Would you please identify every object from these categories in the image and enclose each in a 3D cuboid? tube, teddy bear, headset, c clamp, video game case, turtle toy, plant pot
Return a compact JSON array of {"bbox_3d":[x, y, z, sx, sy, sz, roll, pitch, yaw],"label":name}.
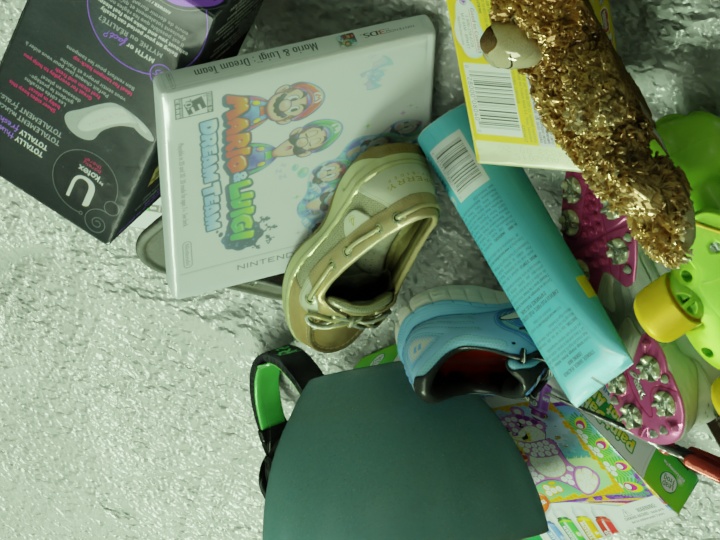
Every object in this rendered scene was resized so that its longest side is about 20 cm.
[{"bbox_3d":[0.105,-0.012,1.495,0.200,0.050,0.077,61,154,12],"label":"tube"},{"bbox_3d":[0.128,-0.086,1.330,0.067,0.145,0.200,-29,118,10],"label":"teddy bear"},{"bbox_3d":[-0.044,0.159,1.798,0.200,0.094,0.123,68,156,1],"label":"headset"},{"bbox_3d":[-0.065,-0.026,1.637,0.200,0.027,0.171,17,142,-37],"label":"c clamp"},{"bbox_3d":[-0.042,-0.072,1.538,0.200,0.182,0.024,91,160,-49],"label":"video game case"},{"bbox_3d":[0.240,-0.010,1.422,0.146,0.101,0.200,-36,104,28],"label":"turtle toy"},{"bbox_3d":[0.020,0.134,1.641,0.200,0.200,0.135,-16,83,47],"label":"plant pot"}]

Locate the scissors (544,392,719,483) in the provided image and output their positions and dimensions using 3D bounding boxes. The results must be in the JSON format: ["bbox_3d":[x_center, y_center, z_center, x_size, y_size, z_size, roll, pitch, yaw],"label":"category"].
[{"bbox_3d":[0.223,0.126,1.625,0.200,0.073,0.014,26,106,16],"label":"scissors"}]

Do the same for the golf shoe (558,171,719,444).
[{"bbox_3d":[0.187,0.007,1.499,0.075,0.092,0.200,-9,96,56],"label":"golf shoe"}]

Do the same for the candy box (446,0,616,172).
[{"bbox_3d":[0.101,-0.153,1.405,0.102,0.026,0.200,6,123,30],"label":"candy box"}]

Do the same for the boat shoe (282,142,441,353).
[{"bbox_3d":[0.003,-0.001,1.572,0.201,0.073,0.063,-60,43,45],"label":"boat shoe"}]

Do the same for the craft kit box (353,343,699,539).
[{"bbox_3d":[0.112,0.119,1.718,0.198,0.049,0.200,48,142,-12],"label":"craft kit box"}]

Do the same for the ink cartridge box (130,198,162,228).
[{"bbox_3d":[-0.127,-0.080,1.680,0.200,0.050,0.161,30,144,11],"label":"ink cartridge box"}]

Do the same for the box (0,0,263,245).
[{"bbox_3d":[-0.157,-0.139,1.543,0.122,0.106,0.200,33,125,5],"label":"box"}]

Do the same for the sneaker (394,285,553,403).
[{"bbox_3d":[0.123,0.054,1.558,0.200,0.090,0.078,-12,127,9],"label":"sneaker"}]

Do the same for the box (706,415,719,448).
[{"bbox_3d":[0.285,0.130,1.470,0.075,0.200,0.100,-42,105,7],"label":"box"}]
